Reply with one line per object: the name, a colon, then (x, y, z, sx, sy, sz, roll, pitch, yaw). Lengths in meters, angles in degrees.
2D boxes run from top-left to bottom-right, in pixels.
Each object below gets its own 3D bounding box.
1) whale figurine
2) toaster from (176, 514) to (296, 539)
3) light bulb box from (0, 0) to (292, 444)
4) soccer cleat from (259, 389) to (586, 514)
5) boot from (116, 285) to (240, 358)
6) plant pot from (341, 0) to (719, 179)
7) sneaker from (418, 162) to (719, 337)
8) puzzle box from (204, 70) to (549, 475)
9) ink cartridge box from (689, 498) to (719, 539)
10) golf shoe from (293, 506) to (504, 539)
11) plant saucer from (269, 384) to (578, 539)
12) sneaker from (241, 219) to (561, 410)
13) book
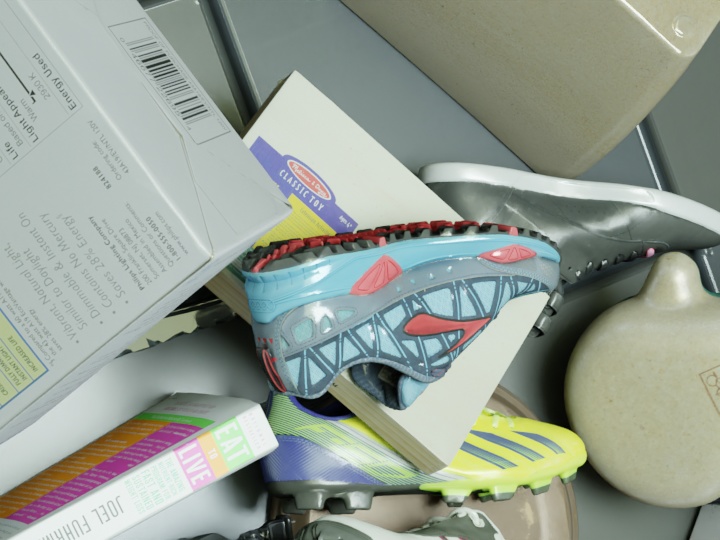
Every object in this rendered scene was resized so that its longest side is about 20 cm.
whale figurine: (0.220, 0.056, 1.261, 0.160, 0.199, 0.104, 61, 24, -3)
toaster: (-0.108, 0.224, 1.146, 0.199, 0.114, 0.130, -20, 95, -26)
light bulb box: (-0.180, -0.038, 1.074, 0.200, 0.125, 0.199, -37, 88, 21)
soccer cleat: (0.039, 0.093, 1.212, 0.199, 0.065, 0.084, -1, 80, -21)
boot: (-0.115, -0.047, 1.190, 0.199, 0.076, 0.169, -19, 95, -16)
plant pot: (0.137, -0.196, 1.252, 0.200, 0.177, 0.200, 40, 72, -13)
sneaker: (0.127, -0.004, 1.287, 0.199, 0.071, 0.100, 6, 83, -15)
puzzle box: (0.000, 0.000, 1.179, 0.200, 0.025, 0.133, 41, 57, -10)
ink cartridge box: (0.285, 0.178, 1.317, 0.144, 0.084, 0.201, 28, 75, -17)
golf shoe: (0.032, 0.169, 1.183, 0.200, 0.077, 0.088, 36, 49, -40)
plant saucer: (0.044, 0.154, 1.257, 0.199, 0.029, 0.201, 2, 84, -21)
sneaker: (0.023, 0.024, 1.137, 0.199, 0.079, 0.096, -7, 98, -33)
book: (-0.153, 0.127, 1.126, 0.199, 0.134, 0.048, -27, 94, -21)
